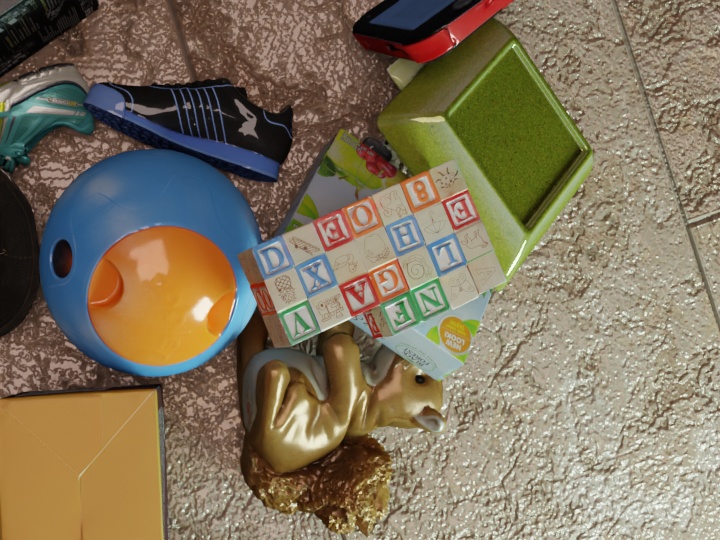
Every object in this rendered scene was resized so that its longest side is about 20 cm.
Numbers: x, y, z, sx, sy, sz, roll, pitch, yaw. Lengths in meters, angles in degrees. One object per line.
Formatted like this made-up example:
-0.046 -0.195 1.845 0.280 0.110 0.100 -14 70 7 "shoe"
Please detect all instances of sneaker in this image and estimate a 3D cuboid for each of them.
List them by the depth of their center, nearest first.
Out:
-0.343 -0.127 1.273 0.198 0.077 0.080 -23 99 -7 "sneaker"
-0.159 -0.150 1.296 0.198 0.070 0.079 20 80 -17 "sneaker"

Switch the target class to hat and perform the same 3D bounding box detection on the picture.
-0.371 -0.038 1.248 0.198 0.081 0.203 2 116 3 "hat"

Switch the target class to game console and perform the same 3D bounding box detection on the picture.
0.088 -0.260 1.269 0.176 0.200 0.031 -40 113 -6 "game console"

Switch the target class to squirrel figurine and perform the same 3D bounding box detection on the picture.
-0.016 0.142 1.284 0.184 0.141 0.203 0 101 -17 "squirrel figurine"

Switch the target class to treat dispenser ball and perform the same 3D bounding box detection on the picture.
-0.185 -0.007 1.220 0.198 0.201 0.203 0 87 -7 "treat dispenser ball"

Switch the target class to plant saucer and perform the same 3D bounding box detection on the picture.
0.134 -0.121 1.274 0.200 0.048 0.200 53 52 -15 "plant saucer"

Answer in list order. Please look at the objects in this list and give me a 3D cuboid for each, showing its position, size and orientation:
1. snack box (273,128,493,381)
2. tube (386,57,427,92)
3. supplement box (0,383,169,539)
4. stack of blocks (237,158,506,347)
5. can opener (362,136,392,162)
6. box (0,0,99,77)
0.026 -0.014 1.246 0.199 0.053 0.143 34 55 -12 "snack box"
0.097 -0.128 1.307 0.052 0.058 0.201 -27 110 14 "tube"
-0.237 0.204 1.204 0.131 0.200 0.200 -3 88 -7 "supplement box"
0.010 -0.002 1.158 0.198 0.059 0.116 -24 92 -18 "stack of blocks"
0.023 -0.097 1.323 0.067 0.053 0.201 36 85 -3 "can opener"
-0.326 -0.243 1.215 0.163 0.200 0.086 -37 93 -6 "box"
